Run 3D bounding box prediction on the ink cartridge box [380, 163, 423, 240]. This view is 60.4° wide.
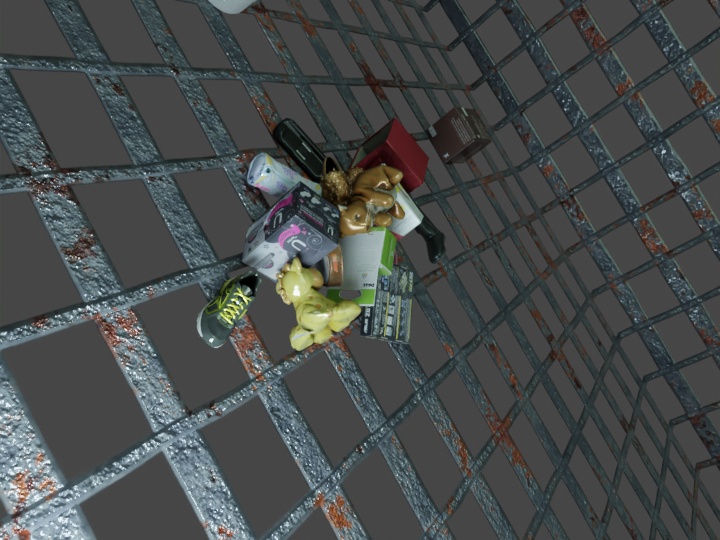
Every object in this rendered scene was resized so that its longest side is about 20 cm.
[{"bbox_3d":[0.068,-0.186,1.815,0.201,0.144,0.084,51,20,-7],"label":"ink cartridge box"}]

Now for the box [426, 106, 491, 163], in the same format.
[{"bbox_3d":[0.409,-0.556,2.562,0.199,0.163,0.168,-16,75,-56],"label":"box"}]

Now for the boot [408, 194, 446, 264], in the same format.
[{"bbox_3d":[0.197,-0.135,2.022,0.200,0.065,0.166,47,26,-21],"label":"boot"}]

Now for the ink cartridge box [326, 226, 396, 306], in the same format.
[{"bbox_3d":[0.000,0.000,1.550,0.076,0.145,0.204,35,59,-56],"label":"ink cartridge box"}]

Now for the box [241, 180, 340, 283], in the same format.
[{"bbox_3d":[-0.157,-0.076,1.386,0.131,0.199,0.116,33,38,-31],"label":"box"}]

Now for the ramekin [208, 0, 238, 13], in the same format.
[{"bbox_3d":[-0.396,-0.850,1.813,0.201,0.094,0.205,33,40,-33],"label":"ramekin"}]

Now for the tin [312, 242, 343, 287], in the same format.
[{"bbox_3d":[-0.081,-0.019,1.469,0.041,0.200,0.114,-10,95,-16],"label":"tin"}]

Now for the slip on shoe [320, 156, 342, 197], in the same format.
[{"bbox_3d":[-0.065,-0.208,1.601,0.061,0.074,0.203,85,-3,-57],"label":"slip on shoe"}]

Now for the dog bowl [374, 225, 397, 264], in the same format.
[{"bbox_3d":[0.025,-0.052,1.722,0.199,0.073,0.203,34,39,-33],"label":"dog bowl"}]

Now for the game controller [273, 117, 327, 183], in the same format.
[{"bbox_3d":[-0.162,-0.340,1.757,0.200,0.042,0.105,46,49,-16],"label":"game controller"}]

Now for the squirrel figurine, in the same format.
[{"bbox_3d":[-0.009,-0.163,1.492,0.198,0.143,0.187,29,55,22],"label":"squirrel figurine"}]

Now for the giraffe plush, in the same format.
[{"bbox_3d":[-0.118,0.064,1.357,0.164,0.171,0.199,61,21,17],"label":"giraffe plush"}]

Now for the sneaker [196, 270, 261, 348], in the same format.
[{"bbox_3d":[-0.260,0.066,1.238,0.074,0.084,0.202,42,36,-20],"label":"sneaker"}]

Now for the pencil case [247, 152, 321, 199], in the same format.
[{"bbox_3d":[-0.189,-0.220,1.562,0.198,0.090,0.085,26,70,-42],"label":"pencil case"}]

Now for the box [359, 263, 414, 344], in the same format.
[{"bbox_3d":[0.074,0.083,1.633,0.160,0.049,0.205,15,74,-44],"label":"box"}]

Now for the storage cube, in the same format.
[{"bbox_3d":[0.092,-0.334,1.957,0.180,0.170,0.202,45,34,-20],"label":"storage cube"}]
